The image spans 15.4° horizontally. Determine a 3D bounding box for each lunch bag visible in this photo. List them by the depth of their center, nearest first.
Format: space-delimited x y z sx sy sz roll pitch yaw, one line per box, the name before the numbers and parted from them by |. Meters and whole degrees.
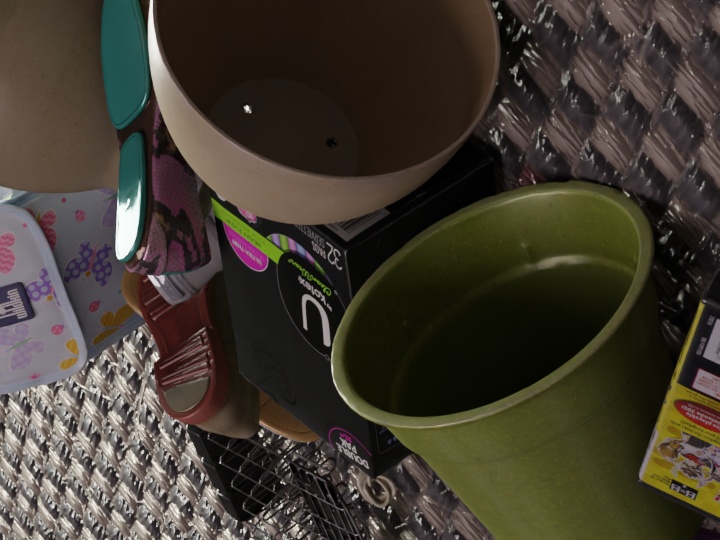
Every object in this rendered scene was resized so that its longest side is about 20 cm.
lunch bag | -0.247 -0.012 2.010 0.127 0.200 0.170 27 140 46

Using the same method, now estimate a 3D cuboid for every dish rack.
dish rack | -0.052 0.162 2.016 0.200 0.055 0.154 26 149 42

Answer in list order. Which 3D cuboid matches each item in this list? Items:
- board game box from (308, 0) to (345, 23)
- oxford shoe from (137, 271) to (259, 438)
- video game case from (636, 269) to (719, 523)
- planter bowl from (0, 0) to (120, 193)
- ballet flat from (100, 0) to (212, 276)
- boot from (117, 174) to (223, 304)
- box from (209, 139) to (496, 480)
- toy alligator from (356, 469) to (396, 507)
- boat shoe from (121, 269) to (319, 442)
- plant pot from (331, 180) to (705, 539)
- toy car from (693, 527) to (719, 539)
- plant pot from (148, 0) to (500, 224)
board game box | -0.090 -0.262 1.643 0.199 0.043 0.201 22 137 53
oxford shoe | -0.111 0.036 1.922 0.070 0.201 0.075 -27 140 28
video game case | 0.254 0.098 1.389 0.199 0.026 0.181 25 145 10
planter bowl | -0.189 -0.133 1.818 0.134 0.201 0.200 28 150 1
ballet flat | -0.125 -0.090 1.706 0.069 0.071 0.201 -33 57 53
boot | -0.115 -0.054 1.878 0.074 0.095 0.200 54 -174 -33
box | 0.000 0.000 1.685 0.148 0.124 0.200 37 148 37
toy alligator | -0.027 0.075 1.899 0.200 0.059 0.054 61 -167 -6
boat shoe | -0.089 0.057 1.977 0.200 0.071 0.069 41 175 19
plant pot | 0.113 0.084 1.546 0.200 0.200 0.190 20 148 51
toy car | 0.196 0.230 1.589 0.200 0.174 0.151 146 123 -64
plant pot | -0.033 -0.105 1.536 0.200 0.200 0.135 50 151 14
